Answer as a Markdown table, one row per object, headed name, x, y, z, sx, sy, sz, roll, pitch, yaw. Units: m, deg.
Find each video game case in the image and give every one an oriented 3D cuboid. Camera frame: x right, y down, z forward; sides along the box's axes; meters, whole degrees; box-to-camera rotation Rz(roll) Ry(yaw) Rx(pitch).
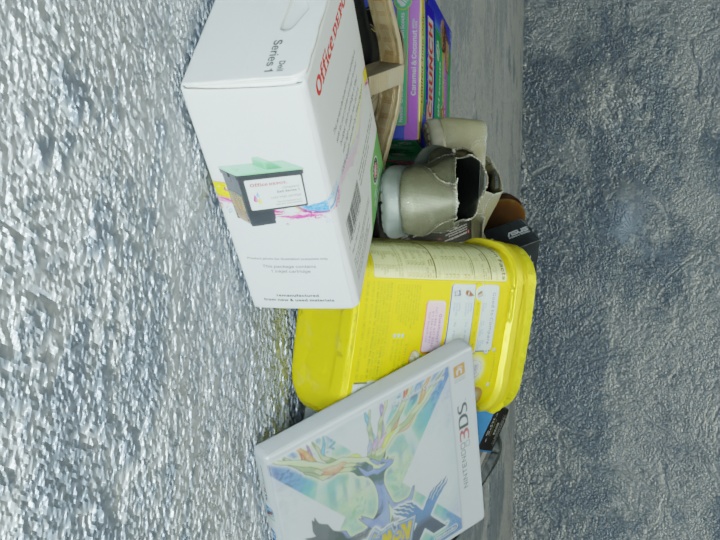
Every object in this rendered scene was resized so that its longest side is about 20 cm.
| name | x | y | z | sx | sy | sz | roll | pitch | yaw |
| --- | --- | --- | --- | --- | --- | --- | --- | --- | --- |
| video game case | 0.016 | 0.172 | 0.873 | 0.198 | 0.022 | 0.185 | -25 | 124 | -27 |

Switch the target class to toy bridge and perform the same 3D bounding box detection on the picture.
| name | x | y | z | sx | sy | sz | roll | pitch | yaw |
| --- | --- | --- | --- | --- | --- | --- | --- | --- | --- |
| toy bridge | 0.011 | -0.155 | 0.874 | 0.067 | 0.027 | 0.203 | -32 | 129 | -55 |

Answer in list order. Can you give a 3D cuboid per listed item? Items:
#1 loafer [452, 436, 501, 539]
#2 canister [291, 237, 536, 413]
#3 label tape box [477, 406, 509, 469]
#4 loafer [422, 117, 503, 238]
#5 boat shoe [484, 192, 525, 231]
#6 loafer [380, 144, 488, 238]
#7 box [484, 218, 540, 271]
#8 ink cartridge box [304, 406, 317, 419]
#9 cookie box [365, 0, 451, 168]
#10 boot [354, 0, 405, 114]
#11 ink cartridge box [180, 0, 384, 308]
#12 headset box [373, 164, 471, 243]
| name | x | y | z | sx | sy | sz | roll | pitch | yaw |
| --- | --- | --- | --- | --- | --- | --- | --- | --- | --- |
| loafer | 0.098 | 0.268 | 1.267 | 0.201 | 0.072 | 0.072 | -52 | 168 | -4 |
| canister | 0.046 | 0.045 | 0.917 | 0.198 | 0.086 | 0.151 | 2 | 99 | -40 |
| label tape box | 0.085 | 0.187 | 1.093 | 0.146 | 0.063 | 0.200 | -64 | 164 | -3 |
| loafer | 0.115 | -0.076 | 1.127 | 0.201 | 0.067 | 0.076 | 69 | 11 | -47 |
| boat shoe | 0.123 | -0.025 | 1.352 | 0.070 | 0.200 | 0.071 | 38 | 23 | -17 |
| loafer | 0.075 | -0.063 | 0.910 | 0.200 | 0.068 | 0.077 | -37 | 126 | -66 |
| box | 0.132 | 0.046 | 1.322 | 0.044 | 0.158 | 0.202 | 56 | -21 | 39 |
| ink cartridge box | -0.006 | 0.197 | 1.010 | 0.200 | 0.056 | 0.166 | 5 | 84 | -73 |
| cookie box | 0.049 | -0.206 | 1.190 | 0.200 | 0.074 | 0.174 | 18 | 74 | -76 |
| boot | -0.014 | -0.216 | 0.924 | 0.201 | 0.072 | 0.152 | -64 | 152 | -46 |
| ink cartridge box | -0.044 | -0.094 | 0.753 | 0.202 | 0.082 | 0.146 | 77 | 18 | -46 |
| headset box | 0.038 | 0.015 | 1.024 | 0.148 | 0.074 | 0.203 | -23 | 114 | -47 |
